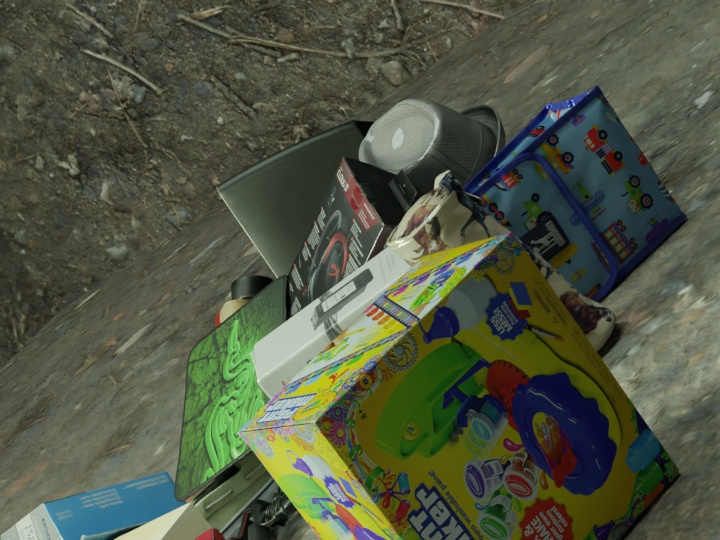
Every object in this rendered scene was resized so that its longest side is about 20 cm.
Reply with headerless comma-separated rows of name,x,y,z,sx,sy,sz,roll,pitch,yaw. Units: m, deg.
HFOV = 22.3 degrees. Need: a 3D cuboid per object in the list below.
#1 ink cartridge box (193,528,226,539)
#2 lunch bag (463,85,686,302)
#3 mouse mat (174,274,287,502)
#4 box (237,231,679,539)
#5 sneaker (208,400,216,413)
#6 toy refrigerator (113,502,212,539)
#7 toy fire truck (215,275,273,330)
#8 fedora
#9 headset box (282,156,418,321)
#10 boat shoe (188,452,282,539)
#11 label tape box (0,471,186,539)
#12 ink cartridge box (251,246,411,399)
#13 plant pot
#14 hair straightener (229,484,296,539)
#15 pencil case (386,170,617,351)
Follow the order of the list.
ink cartridge box,-0.103,0.287,1.165,0.144,0.146,0.200,-37,10,0
lunch bag,0.173,-0.043,1.656,0.200,0.151,0.094,-42,12,-26
mouse mat,-0.124,0.112,1.765,0.161,0.008,0.201,-38,35,33
box,0.065,0.118,1.189,0.193,0.201,0.122,-43,13,-26
sneaker,-0.054,0.132,1.800,0.198,0.074,0.077,-14,19,11
toy refrigerator,-0.211,0.290,1.701,0.199,0.076,0.070,-30,12,39
toy fire truck,-0.073,0.101,1.937,0.174,0.130,0.200,0,-21,-17
fedora,0.058,-0.112,1.850,0.178,0.090,0.200,-56,25,-1
headset box,0.000,0.000,1.727,0.201,0.074,0.149,-64,26,19
boat shoe,-0.109,0.205,1.765,0.072,0.062,0.200,-30,12,35
label tape box,-0.258,0.253,1.830,0.142,0.067,0.200,-11,-17,-34
ink cartridge box,0.022,0.079,1.632,0.199,0.146,0.084,-36,21,9
plant pot,-0.023,-0.072,2.171,0.177,0.200,0.200,-36,-4,11
hair straightener,-0.077,0.233,1.637,0.077,0.041,0.200,-35,6,11
pencil case,0.121,0.006,1.524,0.090,0.200,0.078,-54,9,-21
